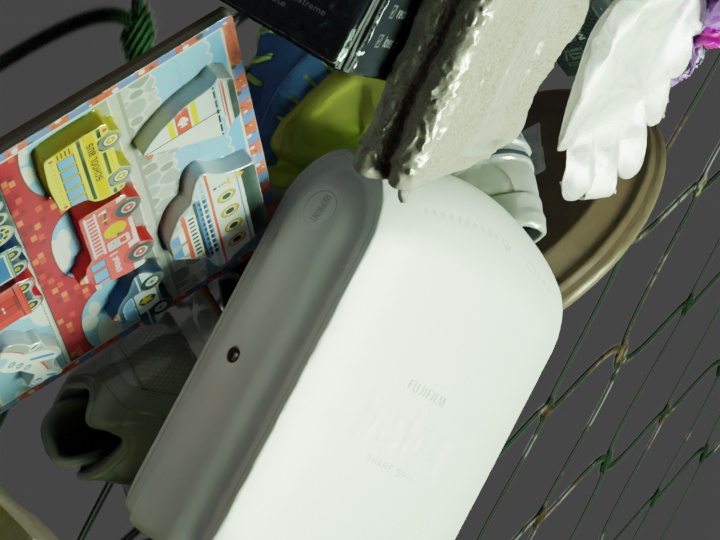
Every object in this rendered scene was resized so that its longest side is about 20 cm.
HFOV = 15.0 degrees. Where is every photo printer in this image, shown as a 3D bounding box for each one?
[{"bbox_3d":[0.002,0.051,1.214,0.166,0.069,0.201,31,86,-49],"label":"photo printer"}]

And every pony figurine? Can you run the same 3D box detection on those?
[{"bbox_3d":[0.160,-0.131,1.172,0.200,0.166,0.194,-112,-155,-55],"label":"pony figurine"}]

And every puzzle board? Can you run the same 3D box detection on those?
[{"bbox_3d":[-0.104,-0.016,1.114,0.150,0.017,0.200,-31,158,-10],"label":"puzzle board"}]

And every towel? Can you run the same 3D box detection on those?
[{"bbox_3d":[0.067,-0.124,1.070,0.132,0.034,0.201,-29,145,-64],"label":"towel"}]

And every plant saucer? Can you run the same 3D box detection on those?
[{"bbox_3d":[0.075,-0.031,1.499,0.200,0.200,0.030,-52,122,-24],"label":"plant saucer"}]

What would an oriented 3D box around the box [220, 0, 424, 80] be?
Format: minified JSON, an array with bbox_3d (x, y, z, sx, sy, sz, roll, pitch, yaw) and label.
[{"bbox_3d":[0.021,-0.186,1.098,0.197,0.124,0.200,-61,165,9],"label":"box"}]

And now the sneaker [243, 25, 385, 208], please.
[{"bbox_3d":[-0.031,-0.080,1.249,0.199,0.105,0.076,-30,169,4],"label":"sneaker"}]

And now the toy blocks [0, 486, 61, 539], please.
[{"bbox_3d":[-0.186,0.161,1.179,0.137,0.100,0.200,-45,164,-6],"label":"toy blocks"}]

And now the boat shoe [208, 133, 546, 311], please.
[{"bbox_3d":[0.000,0.000,1.323,0.200,0.067,0.073,-34,147,24],"label":"boat shoe"}]

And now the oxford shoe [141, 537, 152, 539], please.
[{"bbox_3d":[-0.151,0.210,1.390,0.200,0.071,0.073,-53,157,-21],"label":"oxford shoe"}]

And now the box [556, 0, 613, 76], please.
[{"bbox_3d":[0.123,-0.216,1.314,0.051,0.158,0.200,-8,-144,52],"label":"box"}]

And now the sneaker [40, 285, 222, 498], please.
[{"bbox_3d":[-0.111,0.073,1.294,0.092,0.076,0.200,-23,159,-19],"label":"sneaker"}]

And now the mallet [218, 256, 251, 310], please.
[{"bbox_3d":[-0.058,0.048,1.307,0.066,0.041,0.200,-16,155,-33],"label":"mallet"}]
